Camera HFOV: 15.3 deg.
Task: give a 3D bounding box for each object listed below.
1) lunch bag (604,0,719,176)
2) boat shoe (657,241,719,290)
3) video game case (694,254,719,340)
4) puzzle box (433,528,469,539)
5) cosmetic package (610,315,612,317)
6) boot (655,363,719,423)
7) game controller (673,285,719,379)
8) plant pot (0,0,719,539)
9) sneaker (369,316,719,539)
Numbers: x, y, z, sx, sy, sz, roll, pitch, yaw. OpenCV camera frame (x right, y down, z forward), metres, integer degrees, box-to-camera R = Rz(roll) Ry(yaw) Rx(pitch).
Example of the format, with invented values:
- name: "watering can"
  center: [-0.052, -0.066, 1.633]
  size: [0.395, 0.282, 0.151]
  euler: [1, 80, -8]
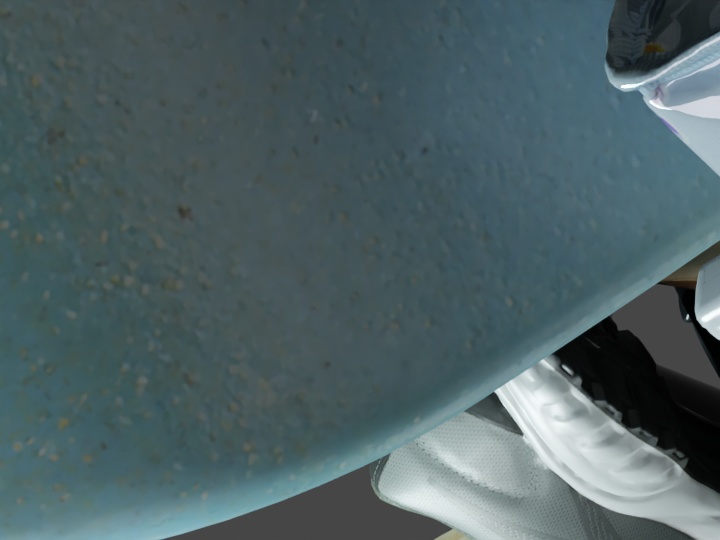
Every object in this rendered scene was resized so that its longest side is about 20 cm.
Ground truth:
- name: "lunch bag"
  center: [0.167, -0.059, 0.478]
  size: [0.199, 0.128, 0.169]
  euler: [-23, 135, 30]
- name: "boat shoe"
  center: [0.129, -0.020, 0.745]
  size: [0.199, 0.073, 0.068]
  euler: [11, -169, 15]
- name: "video game case"
  center: [0.215, 0.012, 0.662]
  size: [0.182, 0.023, 0.200]
  euler: [34, 136, -25]
- name: "puzzle box"
  center: [0.109, 0.111, 0.939]
  size: [0.132, 0.026, 0.200]
  euler: [21, 161, -10]
- name: "cosmetic package"
  center: [0.000, 0.000, 0.840]
  size: [0.112, 0.082, 0.200]
  euler: [9, 167, 21]
- name: "boot"
  center: [0.139, 0.068, 0.931]
  size: [0.197, 0.074, 0.162]
  euler: [25, 164, -22]
- name: "game controller"
  center: [0.153, 0.059, 0.775]
  size: [0.104, 0.201, 0.042]
  euler: [20, 121, -33]
- name: "plant pot"
  center: [-0.067, -0.043, 0.557]
  size: [0.195, 0.200, 0.197]
  euler: [1, 126, 58]
- name: "sneaker"
  center: [0.085, 0.081, 0.783]
  size: [0.200, 0.079, 0.074]
  euler: [38, -160, -24]
